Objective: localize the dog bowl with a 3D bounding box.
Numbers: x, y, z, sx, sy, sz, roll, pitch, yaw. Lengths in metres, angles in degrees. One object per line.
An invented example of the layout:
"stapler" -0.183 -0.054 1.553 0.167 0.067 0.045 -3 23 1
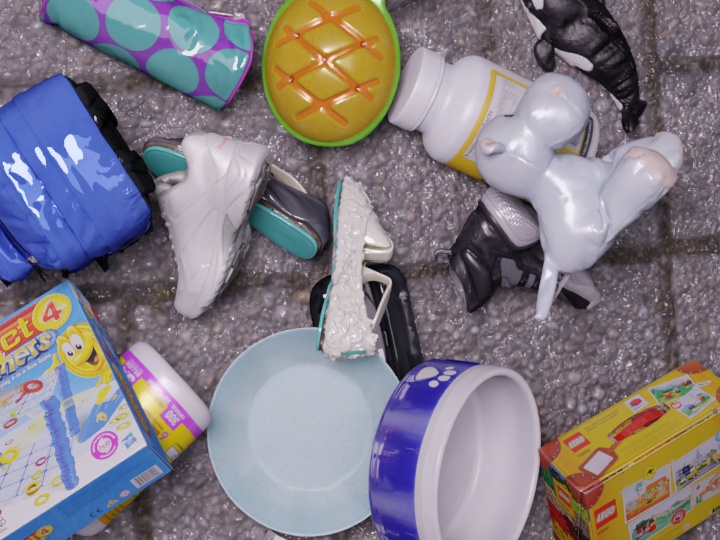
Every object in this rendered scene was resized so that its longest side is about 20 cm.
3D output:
"dog bowl" 0.094 0.188 1.109 0.199 0.078 0.203 -12 105 -52

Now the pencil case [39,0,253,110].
"pencil case" -0.198 -0.233 1.079 0.198 0.085 0.093 25 98 -15

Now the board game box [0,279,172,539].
"board game box" -0.290 0.139 0.984 0.199 0.056 0.196 -33 56 -5

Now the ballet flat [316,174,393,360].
"ballet flat" 0.000 0.000 1.110 0.071 0.072 0.202 17 57 -16

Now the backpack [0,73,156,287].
"backpack" -0.265 -0.067 0.996 0.167 0.200 0.163 -39 100 -14

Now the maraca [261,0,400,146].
"maraca" -0.026 -0.221 1.112 0.135 0.107 0.203 7 96 0

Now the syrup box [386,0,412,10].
"syrup box" 0.025 -0.372 1.149 0.078 0.081 0.202 -23 95 -17

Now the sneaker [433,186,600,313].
"sneaker" 0.159 0.002 1.189 0.114 0.076 0.200 -41 128 15

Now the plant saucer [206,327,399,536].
"plant saucer" -0.049 0.155 1.125 0.198 0.039 0.204 0 93 -2

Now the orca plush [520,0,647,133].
"orca plush" 0.246 -0.238 1.218 0.105 0.071 0.202 -30 97 -15

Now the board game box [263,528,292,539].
"board game box" -0.032 0.362 1.142 0.199 0.034 0.136 29 81 -14

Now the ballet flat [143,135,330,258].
"ballet flat" -0.114 -0.084 1.116 0.199 0.073 0.074 30 81 -8

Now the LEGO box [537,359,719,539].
"LEGO box" 0.293 0.209 1.188 0.198 0.077 0.150 -26 126 -15

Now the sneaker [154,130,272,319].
"sneaker" -0.150 -0.047 1.069 0.098 0.078 0.201 25 121 4

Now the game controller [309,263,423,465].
"game controller" 0.013 0.098 1.165 0.103 0.042 0.203 -12 92 -2

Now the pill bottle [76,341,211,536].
"pill bottle" -0.238 0.168 1.049 0.200 0.104 0.104 -44 101 -13

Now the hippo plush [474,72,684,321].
"hippo plush" 0.184 -0.090 1.075 0.161 0.159 0.200 44 104 4

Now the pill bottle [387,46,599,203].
"pill bottle" 0.132 -0.147 1.161 0.198 0.112 0.113 22 83 -15
